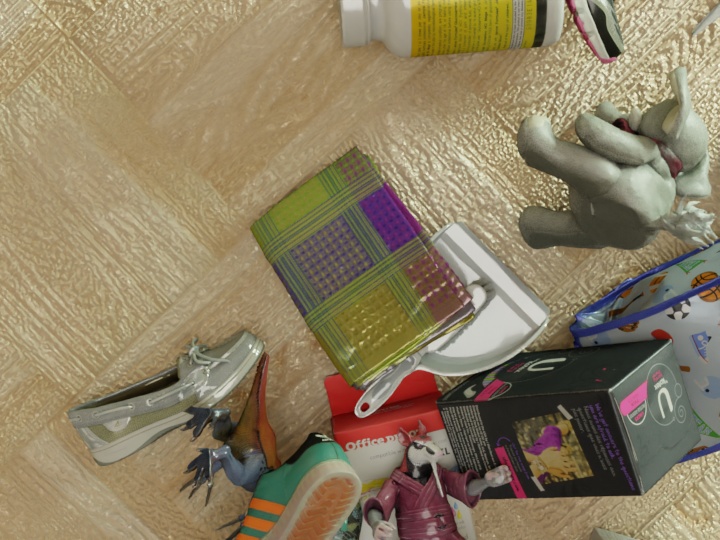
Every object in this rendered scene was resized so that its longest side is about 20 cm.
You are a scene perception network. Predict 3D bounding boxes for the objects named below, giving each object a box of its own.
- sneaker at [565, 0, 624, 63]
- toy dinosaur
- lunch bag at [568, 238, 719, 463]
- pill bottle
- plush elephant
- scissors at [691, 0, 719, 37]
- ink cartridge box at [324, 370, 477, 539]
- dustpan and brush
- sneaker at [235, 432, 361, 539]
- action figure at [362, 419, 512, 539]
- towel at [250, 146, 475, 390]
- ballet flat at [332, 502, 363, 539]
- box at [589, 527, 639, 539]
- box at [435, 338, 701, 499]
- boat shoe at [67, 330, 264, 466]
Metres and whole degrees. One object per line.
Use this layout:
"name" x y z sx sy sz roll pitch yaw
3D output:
"sneaker" 0.226 -0.295 1.335 0.087 0.074 0.201 -14 95 6
"toy dinosaur" -0.093 0.196 1.370 0.200 0.105 0.181 -39 139 19
"lunch bag" 0.322 0.078 1.378 0.200 0.124 0.170 -29 102 17
"pill bottle" 0.079 -0.254 1.316 0.199 0.112 0.113 -5 100 -2
"plush elephant" 0.255 -0.106 1.341 0.199 0.155 0.165 15 145 26
"scissors" 0.397 -0.292 1.375 0.073 0.014 0.200 31 95 -9
"ink cartridge box" 0.039 0.194 1.415 0.116 0.067 0.201 -14 100 -1
"dustpan and brush" 0.069 0.067 1.385 0.140 0.057 0.200 45 95 4
"sneaker" -0.075 0.236 1.327 0.071 0.080 0.200 31 106 -31
"action figure" 0.068 0.240 1.352 0.133 0.149 0.201 -7 81 -9
"towel" 0.000 0.000 1.372 0.143 0.023 0.200 -36 79 2
"ballet flat" -0.051 0.299 1.392 0.074 0.074 0.200 17 123 -6
"box" 0.314 0.355 1.441 0.199 0.097 0.125 18 98 -6
"box" 0.191 0.139 1.337 0.200 0.122 0.106 -9 104 42
"boat shoe" -0.185 0.113 1.388 0.202 0.074 0.065 -31 104 10
